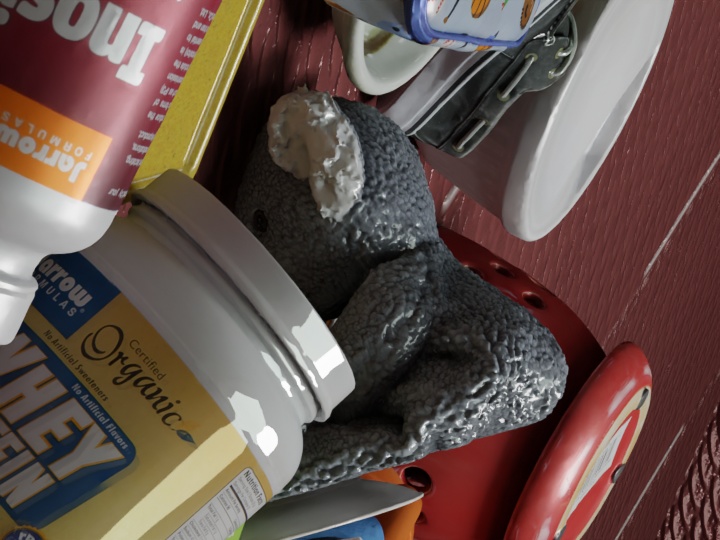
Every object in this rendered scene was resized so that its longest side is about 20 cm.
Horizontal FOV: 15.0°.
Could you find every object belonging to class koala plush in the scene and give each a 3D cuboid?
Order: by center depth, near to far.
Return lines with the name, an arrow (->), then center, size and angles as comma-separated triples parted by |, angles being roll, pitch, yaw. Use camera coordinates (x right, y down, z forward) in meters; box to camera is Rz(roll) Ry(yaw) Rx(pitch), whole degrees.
koala plush -> 0.000, 0.000, 1.413 | 0.177, 0.182, 0.202 | -3, 77, -80

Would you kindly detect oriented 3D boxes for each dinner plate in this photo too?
dinner plate -> -0.064, 0.136, 1.460 | 0.200, 0.199, 0.024 | -12, 88, -70

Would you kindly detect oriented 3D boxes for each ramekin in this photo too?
ramekin -> 0.110, -0.127, 1.690 | 0.203, 0.094, 0.203 | -55, 162, -27

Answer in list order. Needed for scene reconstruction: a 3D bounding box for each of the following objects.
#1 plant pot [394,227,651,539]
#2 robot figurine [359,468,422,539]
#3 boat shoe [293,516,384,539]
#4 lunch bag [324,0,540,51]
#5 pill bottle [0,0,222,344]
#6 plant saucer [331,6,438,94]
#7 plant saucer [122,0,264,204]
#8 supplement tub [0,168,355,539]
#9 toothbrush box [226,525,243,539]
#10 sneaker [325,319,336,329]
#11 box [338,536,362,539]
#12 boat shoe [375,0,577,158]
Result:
plant pot -> 0.083, 0.100, 1.831 | 0.201, 0.182, 0.201 | -54, 164, -22
robot figurine -> -0.035, 0.183, 1.681 | 0.201, 0.116, 0.144 | -64, 172, -47
boat shoe -> -0.062, 0.185, 1.532 | 0.084, 0.069, 0.199 | -13, 178, -37
lunch bag -> 0.047, -0.184, 1.244 | 0.161, 0.075, 0.200 | -71, 164, 7
pill bottle -> -0.121, -0.080, 0.993 | 0.201, 0.112, 0.113 | -64, 164, 4
plant saucer -> 0.030, -0.191, 1.409 | 0.201, 0.050, 0.201 | -55, 164, -25
plant saucer -> -0.095, -0.101, 1.164 | 0.201, 0.048, 0.200 | -66, 164, 17
supplement tub -> -0.115, 0.068, 1.127 | 0.200, 0.145, 0.145 | -42, 160, -11
toothbrush box -> -0.148, 0.165, 1.306 | 0.145, 0.086, 0.201 | -13, 133, -47
sneaker -> -0.051, 0.074, 1.548 | 0.201, 0.079, 0.078 | -59, 165, -4
box -> -0.049, 0.209, 1.478 | 0.145, 0.199, 0.037 | 51, 41, -37
boat shoe -> 0.088, -0.135, 1.525 | 0.200, 0.071, 0.072 | -42, -153, 45
